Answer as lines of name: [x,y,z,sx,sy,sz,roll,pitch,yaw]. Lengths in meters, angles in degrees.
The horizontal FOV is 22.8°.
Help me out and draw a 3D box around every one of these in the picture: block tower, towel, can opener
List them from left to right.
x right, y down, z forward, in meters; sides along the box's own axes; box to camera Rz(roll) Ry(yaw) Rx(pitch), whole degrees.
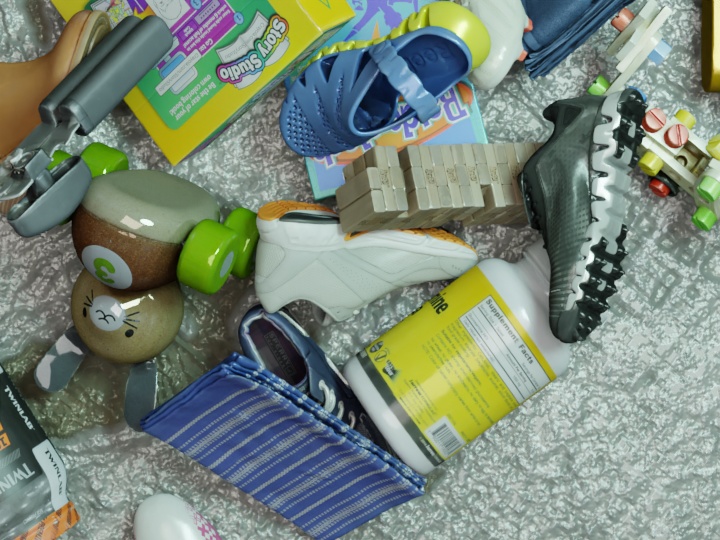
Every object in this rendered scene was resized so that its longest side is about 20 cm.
can opener: [-0.208,-0.109,1.354,0.200,0.053,0.067,-51,127,-28]
towel: [-0.063,0.147,1.415,0.199,0.145,0.024,36,47,-20]
block tower: [0.080,-0.067,1.410,0.199,0.058,0.054,-4,76,-32]
towel: [0.196,-0.243,1.403,0.048,0.112,0.200,35,120,-24]

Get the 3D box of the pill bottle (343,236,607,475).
pill bottle: [0.094,0.064,1.437,0.199,0.112,0.113,-36,91,1]

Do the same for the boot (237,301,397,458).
boot: [-0.037,0.115,1.450,0.073,0.090,0.200,-37,91,1]

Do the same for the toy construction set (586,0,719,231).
toy construction set: [0.250,-0.114,1.420,0.092,0.131,0.201,-36,88,-11]

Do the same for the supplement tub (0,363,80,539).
supplement tub: [-0.318,0.143,1.438,0.122,0.123,0.201,-34,91,1]

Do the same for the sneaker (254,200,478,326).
sneaker: [0.000,0.000,1.440,0.199,0.076,0.093,6,105,-26]

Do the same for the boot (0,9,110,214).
boot: [-0.294,-0.150,1.438,0.155,0.077,0.201,31,121,6]

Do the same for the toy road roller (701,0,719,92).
toy road roller: [0.341,-0.229,1.409,0.122,0.146,0.202,1,92,1]

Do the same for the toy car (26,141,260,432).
toy car: [-0.190,0.023,1.430,0.163,0.158,0.201,24,104,10]

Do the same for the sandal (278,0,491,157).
sandal: [0.006,-0.134,1.362,0.079,0.087,0.199,44,136,-19]

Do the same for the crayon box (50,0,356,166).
crayon box: [-0.128,-0.208,1.408,0.200,0.058,0.173,-36,92,39]

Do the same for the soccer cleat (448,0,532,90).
soccer cleat: [0.089,-0.228,1.409,0.077,0.069,0.201,24,50,-28]

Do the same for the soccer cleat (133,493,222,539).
soccer cleat: [-0.128,0.277,1.458,0.069,0.086,0.201,-25,91,1]

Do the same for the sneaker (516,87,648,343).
sneaker: [0.160,-0.044,1.379,0.090,0.066,0.202,7,82,30]

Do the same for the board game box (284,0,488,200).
board game box: [0.010,-0.172,1.464,0.151,0.045,0.202,-15,92,1]
